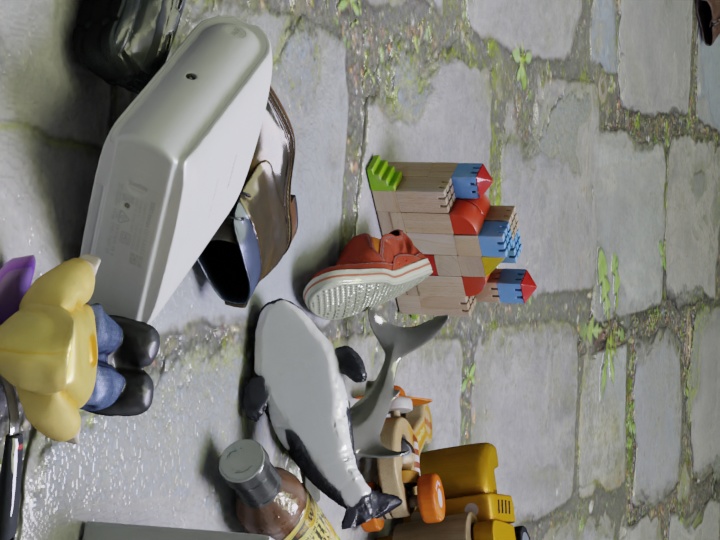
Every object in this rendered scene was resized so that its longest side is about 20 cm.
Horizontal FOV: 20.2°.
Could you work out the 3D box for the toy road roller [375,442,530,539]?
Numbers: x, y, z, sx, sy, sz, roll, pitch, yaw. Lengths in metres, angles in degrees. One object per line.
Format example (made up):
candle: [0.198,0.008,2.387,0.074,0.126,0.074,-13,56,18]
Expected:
toy road roller: [0.092,0.247,2.037,0.200,0.122,0.147,26,55,-70]

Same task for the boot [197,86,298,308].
boot: [-0.095,-0.067,1.586,0.097,0.074,0.201,-69,153,-46]

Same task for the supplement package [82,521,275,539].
supplement package: [-0.106,0.283,1.481,0.200,0.150,0.153,45,50,-62]

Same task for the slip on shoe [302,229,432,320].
slip on shoe: [0.000,0.000,1.863,0.061,0.074,0.200,58,28,8]

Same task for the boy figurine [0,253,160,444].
boy figurine: [-0.188,0.049,1.317,0.200,0.064,0.125,43,54,-77]

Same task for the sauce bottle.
sauce bottle: [-0.067,0.208,1.695,0.200,0.064,0.065,60,37,-53]

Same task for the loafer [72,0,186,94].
loafer: [-0.145,-0.221,1.445,0.070,0.068,0.202,37,63,-46]

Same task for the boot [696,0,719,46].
boot: [0.602,-0.429,3.374,0.167,0.072,0.201,-58,146,-32]

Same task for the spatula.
spatula: [-0.231,0.091,1.323,0.056,0.020,0.202,-14,105,-72]

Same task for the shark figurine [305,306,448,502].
shark figurine: [0.013,0.135,1.832,0.214,0.089,0.129,-45,137,-45]

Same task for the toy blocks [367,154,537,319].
toy blocks: [0.096,-0.030,1.989,0.100,0.136,0.201,-62,146,-48]

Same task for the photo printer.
photo printer: [-0.126,-0.078,1.449,0.200,0.069,0.167,-60,170,-51]

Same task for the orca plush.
orca plush: [-0.030,0.121,1.711,0.200,0.105,0.071,51,-4,11]

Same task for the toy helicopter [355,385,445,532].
toy helicopter: [0.041,0.164,1.986,0.200,0.078,0.133,-52,131,-72]
